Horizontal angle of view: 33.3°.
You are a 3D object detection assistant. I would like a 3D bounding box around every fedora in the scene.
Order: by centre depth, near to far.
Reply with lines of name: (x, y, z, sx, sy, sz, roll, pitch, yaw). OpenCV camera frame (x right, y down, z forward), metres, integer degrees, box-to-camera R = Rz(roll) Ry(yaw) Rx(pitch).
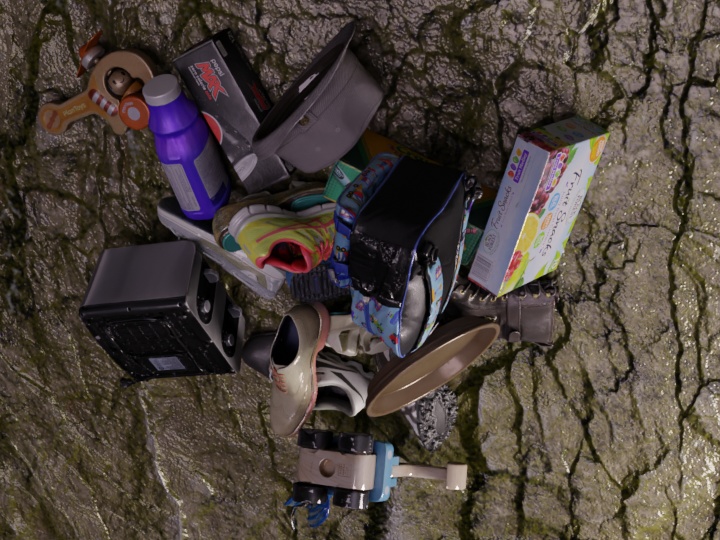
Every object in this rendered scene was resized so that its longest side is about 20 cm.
fedora: (-0.040, -0.194, 1.456, 0.090, 0.177, 0.200, 39, 100, -17)

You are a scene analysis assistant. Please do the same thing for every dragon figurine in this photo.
dragon figurine: (-0.070, 0.336, 1.772, 0.059, 0.099, 0.200, 42, 120, -6)

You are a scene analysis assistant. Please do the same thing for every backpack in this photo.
backpack: (0.045, -0.011, 1.389, 0.134, 0.183, 0.200, 19, 132, 16)

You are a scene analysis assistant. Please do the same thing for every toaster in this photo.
toaster: (-0.273, 0.063, 1.647, 0.200, 0.119, 0.181, -6, 141, 20)

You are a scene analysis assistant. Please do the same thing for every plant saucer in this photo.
plant saucer: (0.086, 0.117, 1.511, 0.200, 0.200, 0.029, -45, 70, 29)

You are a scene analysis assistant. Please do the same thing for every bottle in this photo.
bottle: (-0.225, -0.159, 1.546, 0.065, 0.084, 0.200, -3, 136, 16)

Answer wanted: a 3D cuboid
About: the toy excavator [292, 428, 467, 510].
toy excavator: (0.028, 0.273, 1.667, 0.194, 0.200, 0.100, 2, 86, 29)

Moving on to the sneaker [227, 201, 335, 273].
sneaker: (-0.066, -0.031, 1.529, 0.200, 0.090, 0.078, -4, 137, -28)

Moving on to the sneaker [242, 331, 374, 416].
sneaker: (-0.081, 0.148, 1.689, 0.200, 0.089, 0.074, 17, 121, 9)

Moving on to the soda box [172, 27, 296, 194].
soda box: (-0.155, -0.204, 1.545, 0.071, 0.063, 0.200, -22, 108, 25)

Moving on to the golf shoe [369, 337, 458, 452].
golf shoe: (0.072, 0.165, 1.670, 0.094, 0.078, 0.200, 20, 139, 43)

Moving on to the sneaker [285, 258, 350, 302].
sneaker: (0.000, 0.000, 1.609, 0.200, 0.078, 0.066, -1, 116, -5)

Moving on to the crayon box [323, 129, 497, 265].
crayon box: (0.065, -0.095, 1.503, 0.200, 0.119, 0.058, 26, 120, 2)

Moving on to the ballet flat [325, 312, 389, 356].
ballet flat: (-0.002, 0.083, 1.615, 0.200, 0.069, 0.070, -13, 113, 40)

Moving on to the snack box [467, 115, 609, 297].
snack box: (0.215, -0.078, 1.452, 0.053, 0.142, 0.200, 34, 124, 27)

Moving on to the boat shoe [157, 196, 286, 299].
boat shoe: (-0.191, -0.032, 1.639, 0.202, 0.074, 0.065, 28, 116, -7)

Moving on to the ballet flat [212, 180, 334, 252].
ballet flat: (-0.100, -0.083, 1.577, 0.200, 0.071, 0.071, -18, 113, -8)

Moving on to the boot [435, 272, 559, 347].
boot: (0.169, 0.027, 1.555, 0.174, 0.069, 0.200, -5, 134, 9)

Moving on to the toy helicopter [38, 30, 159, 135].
toy helicopter: (-0.351, -0.235, 1.581, 0.200, 0.079, 0.132, -18, 109, 28)

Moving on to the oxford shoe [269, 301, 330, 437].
oxford shoe: (-0.100, 0.136, 1.618, 0.071, 0.074, 0.200, 20, 109, 32)
